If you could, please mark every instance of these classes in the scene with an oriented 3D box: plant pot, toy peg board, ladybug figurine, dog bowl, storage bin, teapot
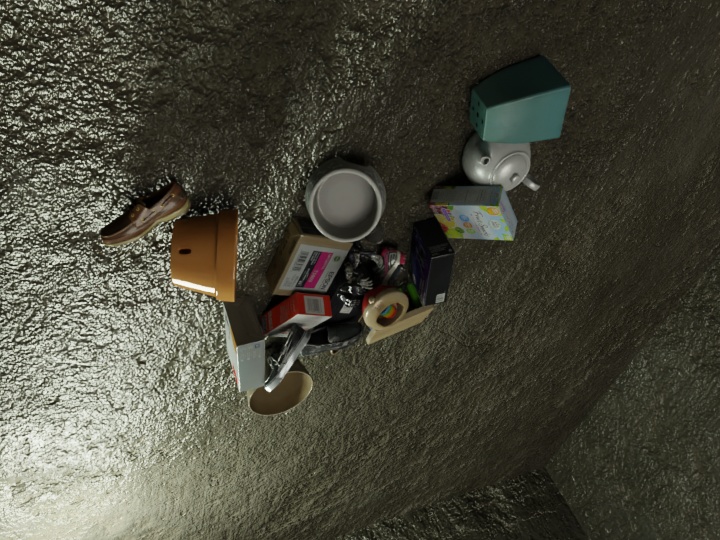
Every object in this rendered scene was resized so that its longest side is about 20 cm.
[{"bbox_3d":[-0.254,0.312,1.762,0.195,0.136,0.203,-17,140,-15],"label":"plant pot"},{"bbox_3d":[0.104,0.129,1.833,0.195,0.100,0.200,-20,166,-12],"label":"toy peg board"},{"bbox_3d":[0.062,0.096,1.641,0.135,0.072,0.200,-42,152,4],"label":"ladybug figurine"},{"bbox_3d":[-0.034,-0.160,1.390,0.193,0.059,0.206,-1,116,-1],"label":"dog bowl"},{"bbox_3d":[-0.056,0.078,1.674,0.132,0.095,0.202,7,129,-36],"label":"storage bin"},{"bbox_3d":[-0.342,-0.036,1.309,0.135,0.203,0.203,2,134,-10],"label":"plant pot"},{"bbox_3d":[0.367,-0.395,1.415,0.194,0.144,0.143,-14,140,-8],"label":"plant pot"},{"bbox_3d":[0.368,-0.275,1.529,0.195,0.148,0.200,-23,141,-10],"label":"teapot"}]

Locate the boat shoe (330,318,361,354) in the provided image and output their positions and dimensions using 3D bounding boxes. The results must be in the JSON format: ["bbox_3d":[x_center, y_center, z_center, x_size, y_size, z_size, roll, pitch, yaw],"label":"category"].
[{"bbox_3d":[-0.036,0.173,1.809,0.070,0.065,0.201,13,124,-40],"label":"boat shoe"}]

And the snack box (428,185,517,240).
[{"bbox_3d":[0.304,-0.153,1.588,0.195,0.069,0.169,3,154,32],"label":"snack box"}]

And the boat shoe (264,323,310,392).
[{"bbox_3d":[-0.211,0.231,1.576,0.067,0.074,0.201,33,110,-9],"label":"boat shoe"}]

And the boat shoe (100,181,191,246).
[{"bbox_3d":[-0.453,-0.122,1.230,0.197,0.072,0.068,-30,137,-11],"label":"boat shoe"}]

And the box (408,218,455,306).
[{"bbox_3d":[0.199,-0.021,1.691,0.076,0.143,0.203,-10,138,-11],"label":"box"}]

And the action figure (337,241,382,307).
[{"bbox_3d":[0.000,0.000,1.535,0.099,0.203,0.120,15,137,-3],"label":"action figure"}]

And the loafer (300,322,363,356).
[{"bbox_3d":[-0.083,0.184,1.640,0.195,0.069,0.071,-16,147,-12],"label":"loafer"}]

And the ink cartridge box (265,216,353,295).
[{"bbox_3d":[-0.133,-0.028,1.526,0.161,0.076,0.203,6,128,-35],"label":"ink cartridge box"}]

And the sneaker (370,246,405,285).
[{"bbox_3d":[0.054,0.013,1.701,0.073,0.081,0.202,25,120,-13],"label":"sneaker"}]

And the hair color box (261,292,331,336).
[{"bbox_3d":[-0.176,0.124,1.607,0.109,0.066,0.199,7,154,-37],"label":"hair color box"}]

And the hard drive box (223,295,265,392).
[{"bbox_3d":[-0.310,0.198,1.588,0.075,0.158,0.203,-12,138,-19],"label":"hard drive box"}]

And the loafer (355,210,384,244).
[{"bbox_3d":[0.014,-0.118,1.526,0.072,0.073,0.200,-37,141,8],"label":"loafer"}]
